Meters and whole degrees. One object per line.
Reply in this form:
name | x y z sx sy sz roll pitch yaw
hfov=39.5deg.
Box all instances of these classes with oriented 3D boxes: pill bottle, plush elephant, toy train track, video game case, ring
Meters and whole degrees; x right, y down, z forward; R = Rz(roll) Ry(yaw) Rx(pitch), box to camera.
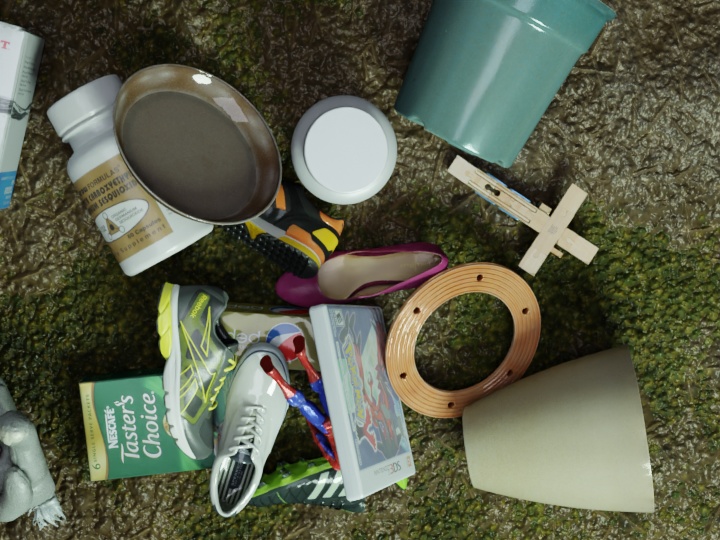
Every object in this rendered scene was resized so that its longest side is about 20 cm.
pill bottle | -0.258 -0.106 1.111 0.114 0.114 0.201 -29 97 0
plush elephant | -0.432 0.240 1.119 0.154 0.164 0.202 -26 124 -25
pill bottle | -0.019 -0.129 1.079 0.112 0.200 0.114 0 97 -3
toy train track | 0.191 -0.073 1.187 0.199 0.033 0.115 33 101 -1
video game case | 0.006 0.138 1.104 0.023 0.182 0.202 -15 82 19
ring | 0.119 0.081 1.171 0.198 0.019 0.203 -9 118 -17

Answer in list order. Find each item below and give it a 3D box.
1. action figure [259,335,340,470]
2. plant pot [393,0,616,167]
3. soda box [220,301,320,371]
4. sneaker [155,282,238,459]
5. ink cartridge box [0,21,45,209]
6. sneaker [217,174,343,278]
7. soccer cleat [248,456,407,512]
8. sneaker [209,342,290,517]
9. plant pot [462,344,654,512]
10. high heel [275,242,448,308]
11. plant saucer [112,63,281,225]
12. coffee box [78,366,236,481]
action figure | -0.042 0.148 1.126 0.065 0.099 0.201 -29 119 3
plant pot | 0.142 -0.232 1.090 0.199 0.200 0.198 26 102 -6
soda box | -0.117 0.075 1.165 0.197 0.068 0.065 3 97 -4
sneaker | -0.172 0.111 1.095 0.084 0.075 0.202 -6 104 -1
ink cartridge box | -0.447 -0.181 1.106 0.143 0.084 0.202 14 96 -5
sneaker | -0.111 -0.079 1.157 0.199 0.070 0.090 36 61 4
soccer cleat | -0.038 0.257 1.194 0.198 0.068 0.082 -17 99 -4
sneaker | -0.122 0.183 1.122 0.072 0.071 0.202 11 103 -7
plant pot | 0.222 0.194 1.157 0.198 0.187 0.190 -9 98 10
high heel | 0.000 0.000 1.145 0.198 0.096 0.068 -12 82 -5
plant saucer | -0.177 -0.131 1.079 0.200 0.201 0.032 42 134 -8
coffee box | -0.225 0.177 1.182 0.197 0.044 0.125 -4 97 -3
